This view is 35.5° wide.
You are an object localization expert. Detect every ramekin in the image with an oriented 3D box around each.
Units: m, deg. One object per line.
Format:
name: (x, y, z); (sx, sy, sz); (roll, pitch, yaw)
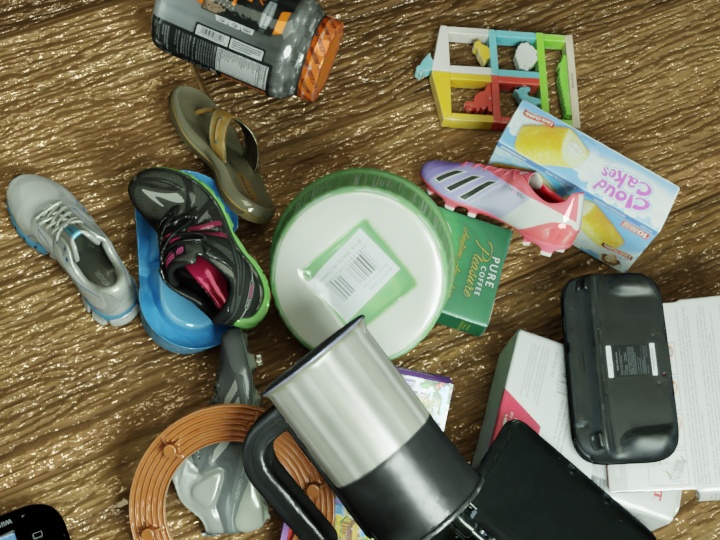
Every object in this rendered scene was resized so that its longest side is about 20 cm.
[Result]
ramekin: (0.000, 0.000, 1.143); (0.197, 0.098, 0.203); (0, 99, 3)

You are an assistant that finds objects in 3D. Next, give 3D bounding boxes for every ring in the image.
ring: (-0.123, 0.228, 1.071); (0.198, 0.019, 0.203); (0, 95, -1)

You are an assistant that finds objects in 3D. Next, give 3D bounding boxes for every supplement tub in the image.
supplement tub: (-0.127, -0.274, 1.277); (0.198, 0.123, 0.124); (23, 66, 1)

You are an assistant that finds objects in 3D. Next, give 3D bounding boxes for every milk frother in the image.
milk frother: (-0.009, 0.167, 0.968); (0.180, 0.200, 0.189); (-38, 91, -5)

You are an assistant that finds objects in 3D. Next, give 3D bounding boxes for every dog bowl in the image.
dog bowl: (-0.185, -0.005, 1.185); (0.110, 0.050, 0.202); (2, 66, -22)

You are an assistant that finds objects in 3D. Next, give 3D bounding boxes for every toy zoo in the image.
toy zoo: (0.163, -0.231, 1.356); (0.197, 0.021, 0.133); (2, 67, -7)

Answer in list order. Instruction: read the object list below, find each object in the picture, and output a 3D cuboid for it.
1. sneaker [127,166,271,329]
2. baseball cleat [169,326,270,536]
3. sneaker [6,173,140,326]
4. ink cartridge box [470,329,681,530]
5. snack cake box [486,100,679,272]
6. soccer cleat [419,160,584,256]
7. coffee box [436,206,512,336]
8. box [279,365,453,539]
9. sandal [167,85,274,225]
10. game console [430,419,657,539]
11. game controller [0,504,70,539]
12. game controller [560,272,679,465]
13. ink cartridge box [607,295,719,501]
sneaker: (-0.166, -0.027, 1.109); (0.200, 0.084, 0.077); (49, 114, 16)
baseball cleat: (-0.143, 0.158, 1.107); (0.105, 0.070, 0.203); (-6, 80, -10)
sneaker: (-0.300, -0.037, 1.173); (0.075, 0.087, 0.200); (-41, 77, -20)
ink cartridge box: (0.230, 0.168, 1.163); (0.198, 0.084, 0.147); (19, 65, -1)
snack cake box: (0.239, -0.091, 1.257); (0.199, 0.115, 0.068); (30, 64, 6)
soccer cleat: (0.154, -0.087, 1.227); (0.199, 0.077, 0.066); (31, 25, 29)
coffee box: (0.058, -0.015, 1.237); (0.198, 0.044, 0.124); (17, 66, 0)
box: (0.004, 0.190, 1.098); (0.135, 0.039, 0.203); (12, 95, -3)
sandal: (-0.142, -0.135, 1.228); (0.080, 0.054, 0.201); (5, 44, -49)
game console: (0.157, 0.282, 1.086); (0.200, 0.176, 0.117); (40, 29, -3)
game controller: (-0.364, 0.294, 1.041); (0.198, 0.042, 0.105); (-19, 72, -16)
game controller: (0.258, 0.094, 1.126); (0.103, 0.042, 0.202); (0, 65, 0)
ink cartridge box: (0.331, 0.127, 1.129); (0.174, 0.045, 0.202); (-6, 64, 14)
